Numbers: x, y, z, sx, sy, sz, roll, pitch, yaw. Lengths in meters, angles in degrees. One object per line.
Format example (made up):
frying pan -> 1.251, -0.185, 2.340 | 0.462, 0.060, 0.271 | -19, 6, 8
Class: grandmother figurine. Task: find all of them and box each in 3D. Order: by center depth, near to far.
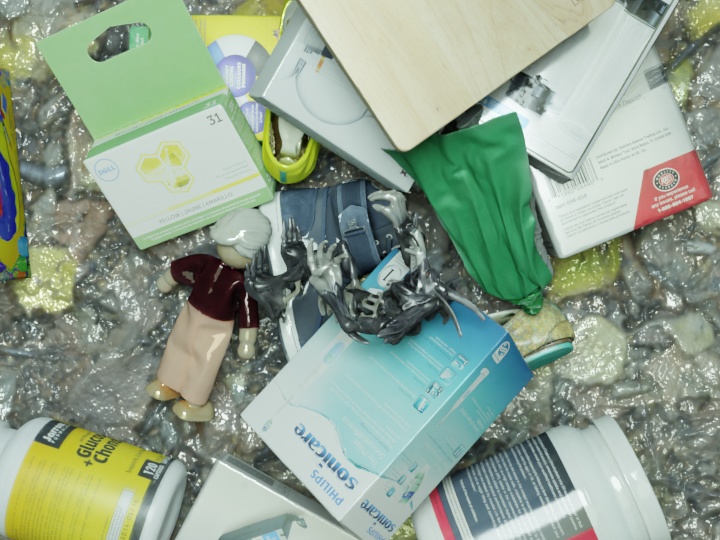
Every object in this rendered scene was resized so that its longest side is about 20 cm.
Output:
grandmother figurine -> -0.136, 0.032, 0.904 | 0.121, 0.061, 0.201 | 30, 108, 11

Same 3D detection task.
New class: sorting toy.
sorting toy -> 0.051, -0.224, 0.746 | 0.198, 0.070, 0.201 | -35, 96, -4

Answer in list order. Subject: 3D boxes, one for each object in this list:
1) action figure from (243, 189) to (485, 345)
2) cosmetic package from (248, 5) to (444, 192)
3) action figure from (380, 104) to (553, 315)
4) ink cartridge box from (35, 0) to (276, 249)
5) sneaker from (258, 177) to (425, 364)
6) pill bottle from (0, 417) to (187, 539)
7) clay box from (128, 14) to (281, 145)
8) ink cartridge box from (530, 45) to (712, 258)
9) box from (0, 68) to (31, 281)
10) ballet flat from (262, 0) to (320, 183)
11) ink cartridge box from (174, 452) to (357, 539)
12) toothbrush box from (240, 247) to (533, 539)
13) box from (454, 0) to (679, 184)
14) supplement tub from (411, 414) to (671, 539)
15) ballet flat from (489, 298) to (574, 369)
action figure -> 0.000, 0.000, 0.788 | 0.198, 0.119, 0.103 | 7, 120, 35
cosmetic package -> 0.022, -0.190, 0.822 | 0.150, 0.052, 0.201 | 30, 89, -24
action figure -> 0.111, -0.040, 0.826 | 0.117, 0.055, 0.201 | -8, 126, 32
ink cartridge box -> -0.180, -0.129, 0.872 | 0.144, 0.048, 0.201 | -19, 123, 15
sneaker -> -0.006, 0.016, 0.910 | 0.144, 0.077, 0.205 | -10, 91, 6
pill bottle -> -0.269, 0.201, 0.912 | 0.198, 0.112, 0.113 | 18, 93, 1
clay box -> -0.122, -0.176, 0.922 | 0.197, 0.048, 0.116 | 0, 92, 1
ink cartridge box -> 0.204, -0.131, 0.891 | 0.143, 0.084, 0.202 | -22, 91, 4
box -> -0.389, -0.082, 0.866 | 0.121, 0.193, 0.202 | -6, 93, 3
ballet flat -> -0.047, -0.176, 0.862 | 0.066, 0.067, 0.202 | 11, 92, 2
ink cartridge box -> -0.087, 0.299, 0.943 | 0.199, 0.045, 0.177 | 28, 92, 1
toothbrush box -> 0.022, 0.105, 0.833 | 0.200, 0.085, 0.146 | -47, 50, -9
box -> 0.174, -0.188, 0.819 | 0.116, 0.060, 0.201 | 32, 93, 3
supplement tub -> 0.156, 0.225, 0.880 | 0.198, 0.140, 0.142 | -25, 91, 4
ballet flat -> 0.098, 0.086, 0.913 | 0.199, 0.071, 0.071 | -28, 91, 4
